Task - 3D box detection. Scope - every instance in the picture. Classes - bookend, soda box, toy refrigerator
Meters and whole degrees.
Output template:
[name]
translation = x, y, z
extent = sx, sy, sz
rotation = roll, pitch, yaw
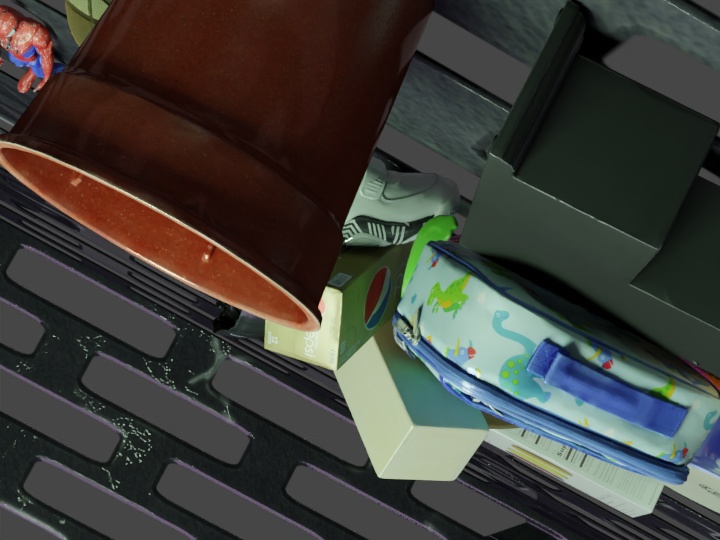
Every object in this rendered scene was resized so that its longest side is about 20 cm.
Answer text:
[bookend]
translation = 0.167, -0.031, 0.799
extent = 0.198, 0.093, 0.200
rotation = 27, 169, 6
[soda box]
translation = 0.000, 0.000, 1.122
extent = 0.064, 0.068, 0.200
rotation = 16, -152, 21
[toy refrigerator]
translation = 0.024, 0.076, 1.182
extent = 0.076, 0.070, 0.201
rotation = 7, -140, -32

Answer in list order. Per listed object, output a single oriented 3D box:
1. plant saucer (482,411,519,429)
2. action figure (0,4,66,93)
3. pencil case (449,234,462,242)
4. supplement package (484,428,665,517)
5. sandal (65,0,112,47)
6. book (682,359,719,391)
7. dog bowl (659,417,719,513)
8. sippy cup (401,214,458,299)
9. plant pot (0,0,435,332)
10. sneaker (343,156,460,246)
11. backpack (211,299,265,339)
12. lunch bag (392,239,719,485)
[plant saucer]
translation = 0.149, 0.075, 1.243
extent = 0.199, 0.030, 0.201
rotation = -8, 145, -6
[action figure]
translation = -0.312, -0.200, 1.350
extent = 0.065, 0.052, 0.200
rotation = 31, 167, 5
[pencil case]
translation = 0.123, 0.048, 1.295
extent = 0.090, 0.094, 0.200
rotation = 19, 166, 40
[supplement package]
translation = 0.232, 0.166, 1.529
extent = 0.199, 0.110, 0.114
rotation = 27, 169, 7
[sandal]
translation = -0.122, -0.168, 0.981
extent = 0.199, 0.081, 0.054
rotation = 18, -172, 27
[book]
translation = 0.212, 0.027, 0.957
extent = 0.200, 0.048, 0.134
rotation = 45, 173, 8
[dog bowl]
translation = 0.352, 0.178, 1.372
extent = 0.199, 0.079, 0.200
rotation = 27, 169, 6
[sippy cup]
translation = 0.115, 0.023, 1.090
extent = 0.139, 0.131, 0.178
rotation = 24, 169, 19
[plant pot]
translation = -0.065, -0.100, 0.783
extent = 0.200, 0.196, 0.201
rotation = 27, 170, 5
[sneaker]
translation = -0.018, -0.080, 1.070
extent = 0.199, 0.116, 0.075
rotation = -6, -154, -14
[backpack]
translation = -0.039, 0.017, 1.403
extent = 0.199, 0.155, 0.191
rotation = 20, 176, 0
[lunch bag]
translation = 0.126, 0.059, 0.930
extent = 0.199, 0.083, 0.161
rotation = 24, -173, -24
